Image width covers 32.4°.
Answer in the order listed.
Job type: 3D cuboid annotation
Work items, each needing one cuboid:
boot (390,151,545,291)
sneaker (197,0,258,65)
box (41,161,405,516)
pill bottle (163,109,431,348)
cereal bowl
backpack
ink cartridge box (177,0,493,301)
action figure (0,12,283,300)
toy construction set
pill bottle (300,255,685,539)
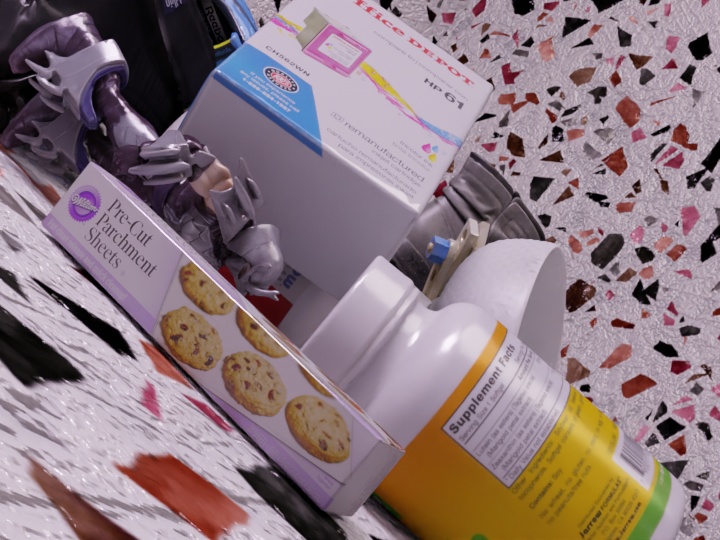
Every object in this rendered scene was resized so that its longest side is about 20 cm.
[{"bbox_3d":[0.112,0.008,1.068,0.201,0.130,0.068,56,-6,-24],"label":"boot"},{"bbox_3d":[-0.090,-0.138,0.967,0.202,0.065,0.078,62,8,-4],"label":"sneaker"},{"bbox_3d":[-0.065,0.028,0.555,0.200,0.042,0.039,42,1,24],"label":"box"},{"bbox_3d":[-0.054,-0.012,0.825,0.200,0.113,0.112,41,0,7],"label":"pill bottle"},{"bbox_3d":[0.083,0.072,0.868,0.082,0.203,0.200,11,-10,18],"label":"cereal bowl"},{"bbox_3d":[-0.181,-0.147,0.807,0.126,0.167,0.200,35,-9,25],"label":"backpack"},{"bbox_3d":[-0.013,-0.092,0.780,0.144,0.085,0.200,35,33,-2],"label":"ink cartridge box"},{"bbox_3d":[-0.111,-0.047,0.667,0.200,0.069,0.131,41,-31,22],"label":"action figure"},{"bbox_3d":[0.000,0.000,0.940,0.197,0.132,0.093,12,-33,-1],"label":"toy construction set"},{"bbox_3d":[0.058,0.089,0.639,0.200,0.111,0.111,41,0,0],"label":"pill bottle"}]
